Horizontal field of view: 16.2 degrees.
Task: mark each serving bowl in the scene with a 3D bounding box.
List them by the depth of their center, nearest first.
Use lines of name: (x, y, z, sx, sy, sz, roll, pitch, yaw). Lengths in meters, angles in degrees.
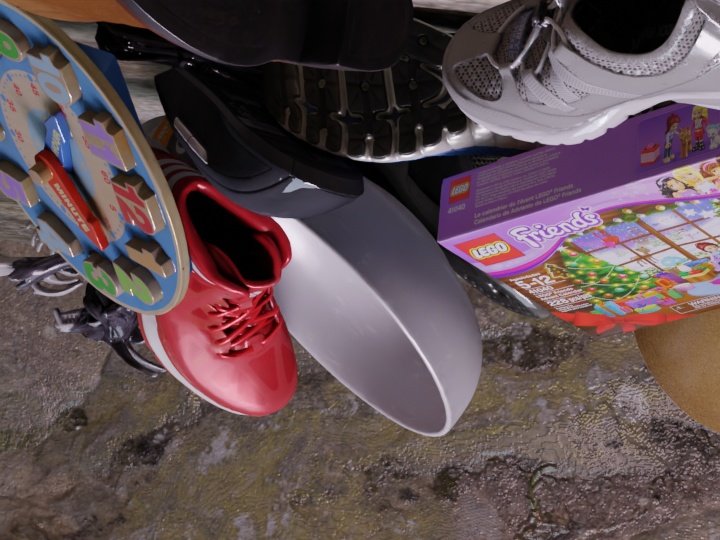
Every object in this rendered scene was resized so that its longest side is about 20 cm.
serving bowl: (0.000, 0.000, 1.430, 0.200, 0.066, 0.200, 42, 163, 16)

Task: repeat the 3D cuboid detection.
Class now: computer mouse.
computer mouse: (-0.051, -0.067, 1.327, 0.140, 0.046, 0.200, 13, -160, -46)

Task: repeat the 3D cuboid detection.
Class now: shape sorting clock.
shape sorting clock: (-0.159, -0.061, 1.344, 0.039, 0.201, 0.200, -38, -159, -28)

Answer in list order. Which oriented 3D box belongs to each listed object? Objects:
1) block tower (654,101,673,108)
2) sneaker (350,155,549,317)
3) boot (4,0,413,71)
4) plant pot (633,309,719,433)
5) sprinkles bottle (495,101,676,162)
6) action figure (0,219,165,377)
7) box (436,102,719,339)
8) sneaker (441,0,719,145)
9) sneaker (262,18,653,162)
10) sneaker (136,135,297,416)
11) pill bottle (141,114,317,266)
block tower: (0.203, -0.074, 1.364, 0.199, 0.058, 0.054, 6, 176, 28)
sneaker: (0.059, -0.072, 1.467, 0.199, 0.115, 0.076, 37, 168, -17)
boot: (-0.105, -0.134, 1.093, 0.199, 0.069, 0.188, 13, -171, 37)
plant pot: (0.279, -0.003, 1.583, 0.185, 0.188, 0.200, 6, 163, -4)
sprinkles bottle: (0.158, -0.052, 1.305, 0.199, 0.069, 0.068, -17, 162, 40)
action figure: (-0.179, -0.026, 1.575, 0.101, 0.201, 0.119, -12, -179, 13)
box: (0.156, -0.026, 1.233, 0.199, 0.039, 0.137, -17, 146, 39)
sneaker: (0.101, -0.106, 1.064, 0.082, 0.075, 0.199, 28, 158, -37)
sneaker: (0.049, -0.085, 1.278, 0.199, 0.079, 0.089, 6, 174, 8)
sneaker: (-0.074, 0.021, 1.414, 0.115, 0.078, 0.200, 27, 157, 52)
pill bottle: (-0.071, -0.057, 1.608, 0.116, 0.117, 0.200, 9, 175, -34)
